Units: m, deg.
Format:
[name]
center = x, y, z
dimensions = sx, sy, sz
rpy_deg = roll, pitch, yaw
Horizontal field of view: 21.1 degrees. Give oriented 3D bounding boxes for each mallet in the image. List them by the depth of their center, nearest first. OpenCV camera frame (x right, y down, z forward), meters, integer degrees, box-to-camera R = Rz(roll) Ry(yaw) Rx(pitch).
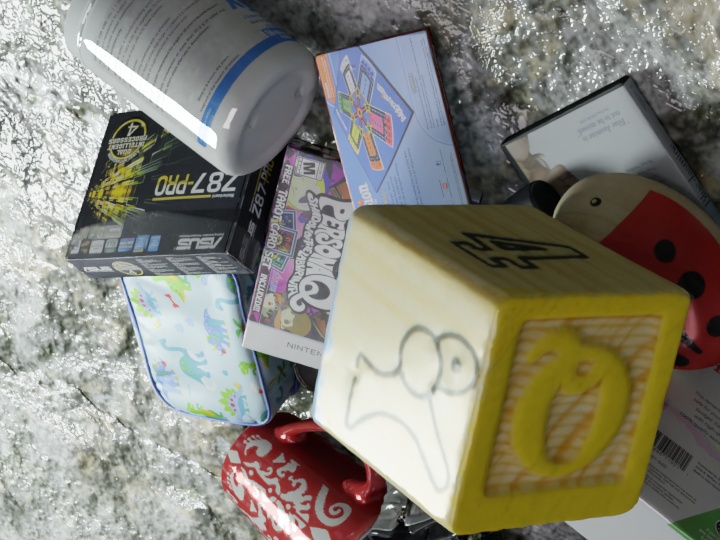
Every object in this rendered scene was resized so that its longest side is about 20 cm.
[mallet]
center = 0.188, 0.012, 1.668
dimensions = 0.066, 0.041, 0.200
rpy_deg = -27, 107, 42

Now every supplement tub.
[supplement tub]
center = -0.147, -0.187, 1.691
dimensions = 0.200, 0.132, 0.132
rpy_deg = 38, 135, 18

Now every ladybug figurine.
[ladybug figurine]
center = 0.239, 0.009, 1.586
dimensions = 0.200, 0.072, 0.136
rpy_deg = 41, 117, -2

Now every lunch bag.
[lunch bag]
center = -0.151, 0.050, 1.913
dimensions = 0.160, 0.082, 0.201
rpy_deg = 5, 123, 30

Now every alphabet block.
[alphabet block]
center = 0.104, 0.069, 1.496
dimensions = 0.200, 0.195, 0.197
rpy_deg = 35, 120, 49

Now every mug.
[mug]
center = -0.028, 0.219, 1.901
dimensions = 0.200, 0.133, 0.178
rpy_deg = 37, 104, 39

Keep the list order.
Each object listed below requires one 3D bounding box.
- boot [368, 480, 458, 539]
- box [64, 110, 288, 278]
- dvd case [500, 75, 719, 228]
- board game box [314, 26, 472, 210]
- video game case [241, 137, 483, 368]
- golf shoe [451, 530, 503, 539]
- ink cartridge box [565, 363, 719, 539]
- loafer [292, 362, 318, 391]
[boot]
center = 0.095, 0.174, 1.724
dimensions = 0.070, 0.132, 0.200
rpy_deg = 33, 134, -29
[box]
center = -0.168, -0.074, 1.785
dimensions = 0.199, 0.162, 0.049
rpy_deg = -1, 155, 35
[dvd case]
center = 0.224, -0.054, 1.632
dimensions = 0.142, 0.018, 0.200
rpy_deg = -26, 105, 42
[board game box]
center = 0.034, -0.101, 1.672
dimensions = 0.102, 0.019, 0.201
rpy_deg = -12, 103, 12
[video game case]
center = 0.000, 0.000, 1.738
dimensions = 0.180, 0.036, 0.201
rpy_deg = 16, 110, 5
[golf shoe]
center = 0.106, 0.267, 1.900
dimensions = 0.088, 0.077, 0.201
rpy_deg = -20, 108, 48
[ink cartridge box]
center = 0.284, 0.173, 1.627
dimensions = 0.145, 0.200, 0.084
rpy_deg = 38, 137, 5
[loafer]
center = -0.051, 0.040, 1.845
dimensions = 0.072, 0.072, 0.201
rpy_deg = 16, 128, 25
